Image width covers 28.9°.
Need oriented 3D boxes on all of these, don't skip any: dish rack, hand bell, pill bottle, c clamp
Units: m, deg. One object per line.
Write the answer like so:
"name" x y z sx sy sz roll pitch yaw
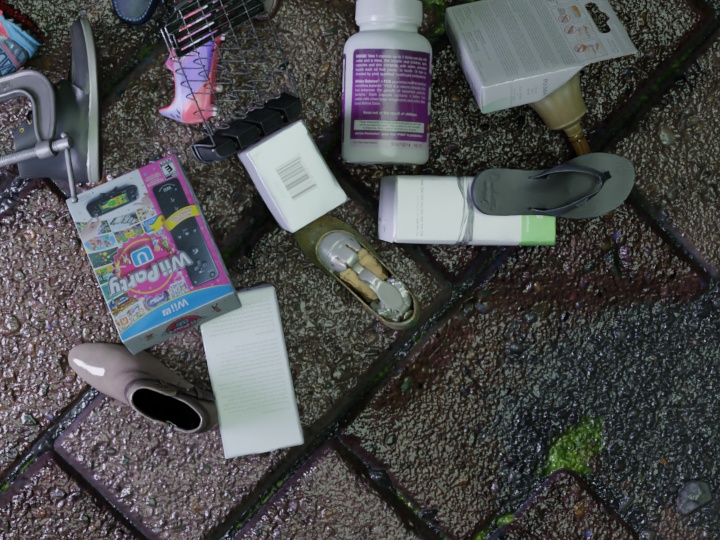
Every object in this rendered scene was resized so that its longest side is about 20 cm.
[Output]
"dish rack" -0.158 -0.243 1.679 0.153 0.054 0.200 -34 118 -27
"hand bell" 0.279 -0.165 1.783 0.104 0.104 0.200 -31 107 -4
"pill bottle" 0.033 -0.232 1.726 0.112 0.112 0.201 1 93 -7
"c clamp" -0.428 -0.154 1.668 0.199 0.027 0.171 -7 80 22

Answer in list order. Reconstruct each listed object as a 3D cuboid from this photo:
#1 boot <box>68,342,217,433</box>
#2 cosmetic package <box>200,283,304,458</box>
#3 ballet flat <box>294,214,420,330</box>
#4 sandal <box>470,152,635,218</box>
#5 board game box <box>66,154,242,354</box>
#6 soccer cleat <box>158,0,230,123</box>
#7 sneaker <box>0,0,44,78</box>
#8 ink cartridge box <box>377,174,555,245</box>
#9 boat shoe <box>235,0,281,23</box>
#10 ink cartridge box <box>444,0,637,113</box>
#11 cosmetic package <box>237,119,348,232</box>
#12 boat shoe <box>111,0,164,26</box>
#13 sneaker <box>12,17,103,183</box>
"boot" -0.266 0.142 1.691 0.199 0.146 0.070 19 93 -6
"cosmetic package" -0.138 0.124 1.744 0.101 0.071 0.201 -10 94 -5
"ballet flat" 0.000 0.000 1.757 0.200 0.071 0.071 44 87 -7
"sandal" 0.232 -0.094 1.646 0.199 0.043 0.076 -9 93 -7
"board game box" -0.250 -0.021 1.691 0.147 0.064 0.200 -24 72 -4
"soccer cleat" -0.203 -0.282 1.721 0.076 0.067 0.201 6 95 -3
"sneaker" -0.485 -0.304 1.671 0.200 0.079 0.096 36 101 -14
"ink cartridge box" 0.129 -0.075 1.728 0.199 0.145 0.084 1 93 -7
"boat shoe" -0.130 -0.408 1.719 0.070 0.070 0.201 -6 95 -8
"ink cartridge box" 0.221 -0.282 1.731 0.199 0.161 0.050 -12 139 -7
"cosmetic package" -0.085 -0.113 1.674 0.081 0.200 0.113 -30 99 -3
"boat shoe" -0.272 -0.402 1.701 0.084 0.069 0.201 5 93 -7
"sneaker" -0.370 -0.207 1.697 0.106 0.075 0.201 0 94 -6
